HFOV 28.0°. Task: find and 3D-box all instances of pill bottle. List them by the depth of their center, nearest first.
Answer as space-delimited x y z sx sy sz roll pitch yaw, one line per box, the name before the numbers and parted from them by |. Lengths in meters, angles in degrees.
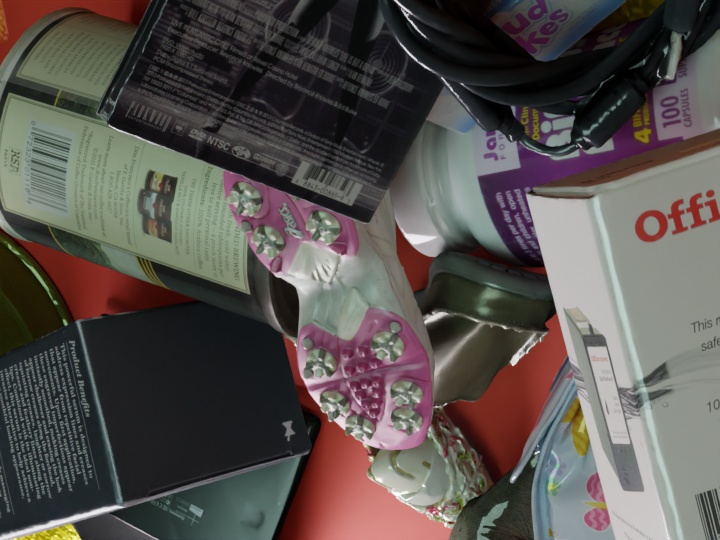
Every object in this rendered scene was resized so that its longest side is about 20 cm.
pill bottle | 0.114 -0.062 0.736 0.198 0.112 0.113 -11 109 34

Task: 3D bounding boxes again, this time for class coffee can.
coffee can | -0.099 -0.061 0.844 0.198 0.146 0.148 18 123 22

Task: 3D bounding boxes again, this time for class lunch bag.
lunch bag | 0.155 0.091 0.757 0.126 0.170 0.202 1 117 25

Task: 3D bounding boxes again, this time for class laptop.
laptop | -0.125 0.160 1.064 0.185 0.116 0.202 23 96 18

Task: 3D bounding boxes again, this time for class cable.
cable | 0.088 -0.133 0.579 0.162 0.051 0.200 -32 135 14

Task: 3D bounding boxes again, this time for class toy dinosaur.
toy dinosaur | 0.092 0.171 0.865 0.101 0.078 0.201 -4 146 0

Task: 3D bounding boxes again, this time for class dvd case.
dvd case | -0.004 -0.128 0.593 0.016 0.148 0.202 42 108 46

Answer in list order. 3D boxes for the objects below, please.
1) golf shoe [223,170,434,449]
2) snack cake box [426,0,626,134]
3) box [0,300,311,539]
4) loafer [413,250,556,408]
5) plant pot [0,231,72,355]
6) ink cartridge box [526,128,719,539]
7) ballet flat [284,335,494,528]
golf shoe | 0.000 0.000 0.734 0.074 0.092 0.202 -4 125 24
snack cake box | 0.081 -0.173 0.671 0.199 0.067 0.116 -39 62 25
box | -0.156 0.095 0.901 0.199 0.147 0.108 -21 81 43
loafer | 0.060 0.041 0.794 0.074 0.071 0.200 13 166 -5
plant pot | -0.335 0.087 1.034 0.198 0.193 0.203 13 121 24
ink cartridge box | 0.170 0.041 0.607 0.144 0.084 0.203 -17 98 -10
ballet flat | 0.014 0.094 0.911 0.075 0.064 0.201 -30 98 36
